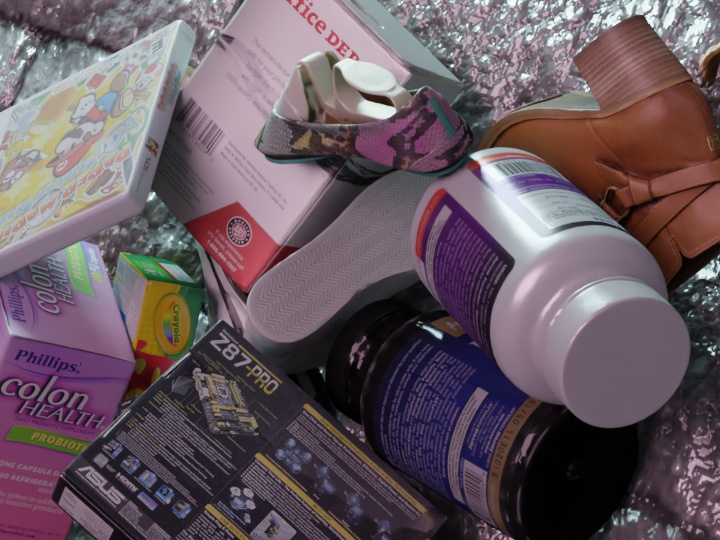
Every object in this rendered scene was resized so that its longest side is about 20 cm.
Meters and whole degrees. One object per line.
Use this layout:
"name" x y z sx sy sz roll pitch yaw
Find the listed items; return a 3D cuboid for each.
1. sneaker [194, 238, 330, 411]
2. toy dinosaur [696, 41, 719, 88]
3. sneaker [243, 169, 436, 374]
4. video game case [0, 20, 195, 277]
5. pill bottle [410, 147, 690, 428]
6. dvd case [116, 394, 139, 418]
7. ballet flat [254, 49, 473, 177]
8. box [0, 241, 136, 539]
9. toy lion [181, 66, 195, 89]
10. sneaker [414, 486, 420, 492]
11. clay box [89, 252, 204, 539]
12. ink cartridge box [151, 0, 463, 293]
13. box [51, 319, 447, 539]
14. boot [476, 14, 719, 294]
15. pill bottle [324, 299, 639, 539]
"sneaker" -0.106 0.053 1.597 0.115 0.076 0.201 -39 54 22
"toy dinosaur" 0.273 -0.134 1.356 0.106 0.060 0.201 16 93 25
"sneaker" 0.000 0.000 1.512 0.200 0.116 0.074 -30 78 -18
"video game case" -0.214 -0.079 1.575 0.200 0.023 0.182 -22 39 32
"pill bottle" 0.114 0.012 1.305 0.112 0.111 0.200 -56 31 10
"dvd case" -0.129 0.200 1.476 0.022 0.146 0.200 -19 36 7
"ballet flat" -0.007 -0.104 1.403 0.069 0.071 0.200 -37 27 -27
"box" -0.254 0.096 1.612 0.200 0.096 0.176 -68 25 22
"toy lion" -0.051 -0.111 1.629 0.200 0.069 0.192 -36 61 27
"sneaker" -0.050 0.149 1.461 0.081 0.200 0.074 -67 7 -27
"clay box" -0.166 0.096 1.605 0.115 0.047 0.201 -145 66 -70
"ink cartridge box" -0.045 -0.102 1.543 0.147 0.083 0.200 47 110 25
"box" -0.070 0.150 1.386 0.161 0.200 0.049 -46 -7 -30
"boot" 0.160 -0.051 1.406 0.155 0.074 0.200 61 146 10
"pill bottle" 0.071 0.091 1.398 0.200 0.112 0.112 27 93 44
